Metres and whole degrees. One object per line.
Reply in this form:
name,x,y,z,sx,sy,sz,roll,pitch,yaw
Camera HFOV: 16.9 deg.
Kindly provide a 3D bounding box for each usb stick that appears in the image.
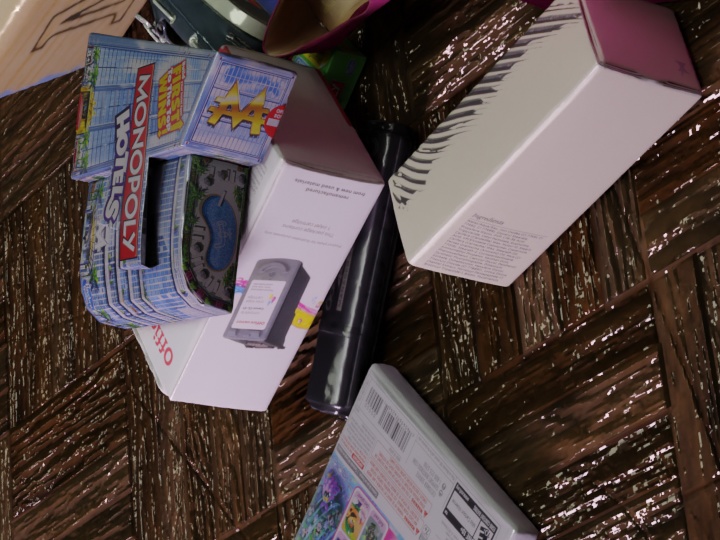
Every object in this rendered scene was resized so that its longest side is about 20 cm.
usb stick,0.000,0.000,1.613,0.055,0.033,0.200,11,90,64

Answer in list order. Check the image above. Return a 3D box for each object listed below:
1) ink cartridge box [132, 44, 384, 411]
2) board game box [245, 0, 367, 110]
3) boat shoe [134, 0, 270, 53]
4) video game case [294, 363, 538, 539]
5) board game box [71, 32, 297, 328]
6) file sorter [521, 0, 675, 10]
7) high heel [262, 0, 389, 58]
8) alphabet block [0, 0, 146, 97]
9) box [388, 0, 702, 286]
ink cartridge box,-0.079,-0.028,1.641,0.200,0.086,0.148,-63,35,28
board game box,-0.072,-0.139,1.768,0.200,0.029,0.135,48,121,51
boat shoe,-0.121,-0.186,1.767,0.200,0.075,0.062,38,102,44
video game case,0.023,0.185,1.530,0.200,0.024,0.182,47,120,51
board game box,-0.121,-0.070,1.581,0.200,0.062,0.200,-11,71,58
file sorter,0.131,-0.232,1.388,0.200,0.139,0.126,3,80,57
high heel,-0.023,-0.179,1.580,0.096,0.200,0.067,-37,83,-3
alphabet block,-0.268,-0.277,1.898,0.195,0.196,0.200,47,127,9
box,0.105,-0.077,1.431,0.200,0.082,0.068,-46,44,38
